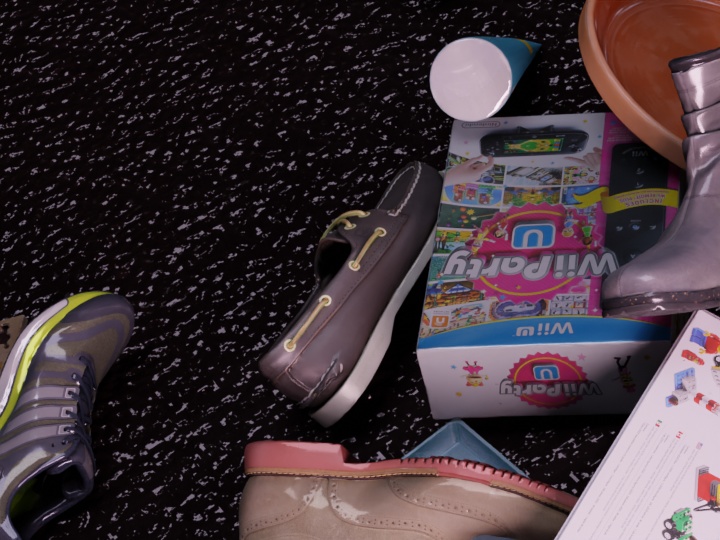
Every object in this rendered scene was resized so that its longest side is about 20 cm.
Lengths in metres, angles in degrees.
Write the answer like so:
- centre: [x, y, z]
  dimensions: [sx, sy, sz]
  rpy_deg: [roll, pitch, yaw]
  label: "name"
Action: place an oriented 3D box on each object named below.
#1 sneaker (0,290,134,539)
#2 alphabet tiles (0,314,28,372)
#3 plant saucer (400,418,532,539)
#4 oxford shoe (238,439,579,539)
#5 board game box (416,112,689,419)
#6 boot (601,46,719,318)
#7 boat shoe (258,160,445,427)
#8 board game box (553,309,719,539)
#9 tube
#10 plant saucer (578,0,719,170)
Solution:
- centre: [-0.187, 0.100, 1.316]
  dimensions: [0.081, 0.074, 0.201]
  rpy_deg: [15, 60, 28]
  label: "sneaker"
- centre: [-0.310, 0.089, 1.403]
  dimensions: [0.199, 0.008, 0.168]
  rpy_deg: [-15, 40, 20]
  label: "alphabet tiles"
- centre: [0.084, 0.152, 1.166]
  dimensions: [0.070, 0.019, 0.200]
  rpy_deg: [-35, 43, -15]
  label: "plant saucer"
- centre: [0.028, 0.138, 1.160]
  dimensions: [0.199, 0.070, 0.075]
  rpy_deg: [3, 75, 24]
  label: "oxford shoe"
- centre: [0.120, -0.006, 1.273]
  dimensions: [0.146, 0.065, 0.201]
  rpy_deg: [-2, 45, 13]
  label: "board game box"
- centre: [0.184, -0.054, 1.167]
  dimensions: [0.069, 0.133, 0.199]
  rpy_deg: [-5, 11, 40]
  label: "boot"
- centre: [0.000, 0.000, 1.316]
  dimensions: [0.072, 0.060, 0.202]
  rpy_deg: [-41, 18, 50]
  label: "boat shoe"
- centre: [0.181, 0.124, 1.100]
  dimensions: [0.126, 0.035, 0.200]
  rpy_deg: [29, 58, 12]
  label: "board game box"
- centre: [0.078, -0.130, 1.400]
  dimensions: [0.077, 0.051, 0.200]
  rpy_deg: [-10, 7, 8]
  label: "tube"
- centre: [0.225, -0.117, 1.316]
  dimensions: [0.199, 0.032, 0.201]
  rpy_deg: [13, 46, -13]
  label: "plant saucer"
